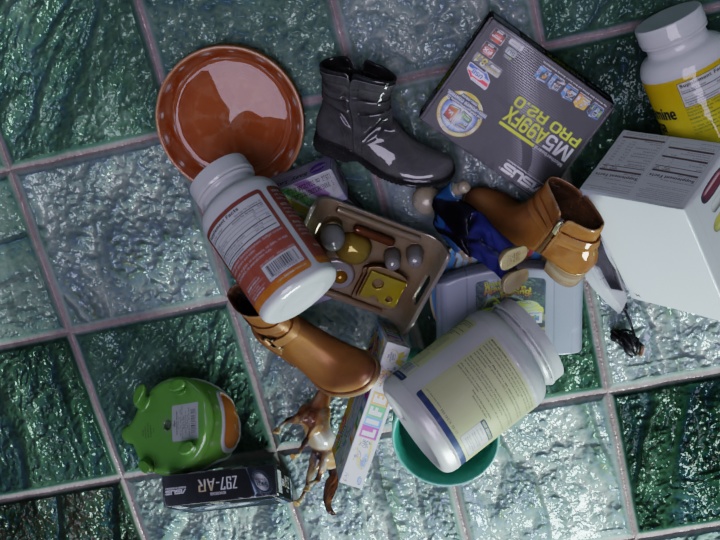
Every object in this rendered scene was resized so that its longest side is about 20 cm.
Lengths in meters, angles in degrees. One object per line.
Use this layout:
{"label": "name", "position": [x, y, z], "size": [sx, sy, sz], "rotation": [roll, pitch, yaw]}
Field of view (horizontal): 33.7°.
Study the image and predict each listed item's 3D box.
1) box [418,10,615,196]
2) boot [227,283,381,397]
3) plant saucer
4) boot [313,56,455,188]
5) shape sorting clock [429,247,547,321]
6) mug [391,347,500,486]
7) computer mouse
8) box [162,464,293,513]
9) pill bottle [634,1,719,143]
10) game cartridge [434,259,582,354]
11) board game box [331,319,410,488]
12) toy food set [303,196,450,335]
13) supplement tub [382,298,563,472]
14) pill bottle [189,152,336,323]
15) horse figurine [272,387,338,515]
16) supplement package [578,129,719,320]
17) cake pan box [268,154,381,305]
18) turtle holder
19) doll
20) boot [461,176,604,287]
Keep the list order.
{"label": "box", "position": [0.200, -0.208, 1.526], "size": [0.199, 0.044, 0.161], "rotation": [34, 111, -8]}
{"label": "boot", "position": [-0.076, 0.084, 1.556], "size": [0.077, 0.199, 0.155], "rotation": [-52, 136, -12]}
{"label": "plant saucer", "position": [-0.171, -0.200, 1.573], "size": [0.198, 0.032, 0.202], "rotation": [2, 114, 5]}
{"label": "boot", "position": [0.033, -0.189, 1.509], "size": [0.198, 0.070, 0.132], "rotation": [16, 129, 7]}
{"label": "shape sorting clock", "position": [0.193, 0.036, 1.630], "size": [0.198, 0.039, 0.202], "rotation": [2, 112, 5]}
{"label": "mug", "position": [0.122, 0.192, 1.662], "size": [0.150, 0.115, 0.187], "rotation": [7, 112, 3]}
{"label": "computer mouse", "position": [0.327, 0.022, 1.588], "size": [0.044, 0.110, 0.202], "rotation": [-20, 101, 7]}
{"label": "box", "position": [-0.184, 0.312, 1.695], "size": [0.159, 0.200, 0.044], "rotation": [-6, 76, 1]}
{"label": "pill bottle", "position": [0.412, -0.221, 1.463], "size": [0.112, 0.113, 0.201], "rotation": [-23, 108, 14]}
{"label": "game cartridge", "position": [0.199, 0.052, 1.597], "size": [0.198, 0.041, 0.134], "rotation": [-4, 109, 0]}
{"label": "board game box", "position": [0.012, 0.179, 1.628], "size": [0.034, 0.134, 0.202], "rotation": [18, 98, -9]}
{"label": "toy food set", "position": [0.000, 0.000, 1.565], "size": [0.198, 0.061, 0.144], "rotation": [20, 120, -13]}
{"label": "supplement tub", "position": [0.144, 0.143, 1.516], "size": [0.199, 0.145, 0.146], "rotation": [-36, 107, -8]}
{"label": "pill bottle", "position": [-0.126, -0.043, 1.485], "size": [0.112, 0.112, 0.201], "rotation": [-41, 73, 19]}
{"label": "horse figurine", "position": [-0.064, 0.253, 1.715], "size": [0.050, 0.133, 0.202], "rotation": [3, 122, 31]}
{"label": "supplement package", "position": [0.390, -0.055, 1.466], "size": [0.111, 0.155, 0.201], "rotation": [-50, 128, -20]}
{"label": "cake pan box", "position": [-0.081, -0.041, 1.605], "size": [0.198, 0.052, 0.185], "rotation": [-20, 121, 12]}
{"label": "turtle holder", "position": [-0.255, 0.236, 1.702], "size": [0.185, 0.131, 0.142], "rotation": [-44, 59, 21]}
{"label": "doll", "position": [0.137, -0.057, 1.534], "size": [0.048, 0.200, 0.137], "rotation": [-30, 135, -20]}
{"label": "boot", "position": [0.220, -0.075, 1.506], "size": [0.199, 0.074, 0.155], "rotation": [34, 158, 14]}
